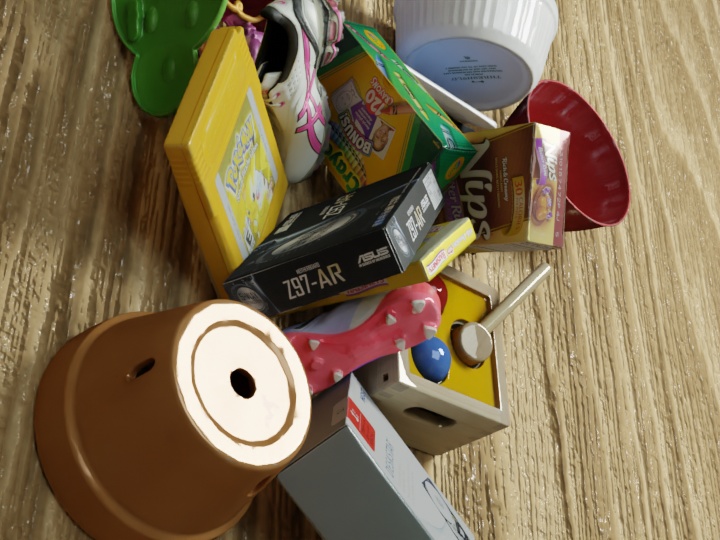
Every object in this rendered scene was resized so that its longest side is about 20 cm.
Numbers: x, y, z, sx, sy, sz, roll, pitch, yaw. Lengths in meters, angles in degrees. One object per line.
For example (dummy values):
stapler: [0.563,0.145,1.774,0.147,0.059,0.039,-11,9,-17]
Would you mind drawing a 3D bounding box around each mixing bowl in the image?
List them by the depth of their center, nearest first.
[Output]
mixing bowl: [0.236,-0.126,1.570,0.200,0.108,0.201,26,50,-35]

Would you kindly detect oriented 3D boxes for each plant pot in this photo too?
plant pot: [-0.133,0.110,0.984,0.200,0.140,0.201,27,48,-34]

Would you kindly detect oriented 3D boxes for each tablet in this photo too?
tablet: [0.053,-0.214,1.428,0.200,0.130,0.014,27,91,-34]

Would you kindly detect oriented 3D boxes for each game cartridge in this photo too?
game cartridge: [-0.116,-0.095,1.134,0.200,0.032,0.177,78,19,-46]

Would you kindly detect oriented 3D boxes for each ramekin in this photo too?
ramekin: [0.131,-0.269,1.483,0.202,0.202,0.095,28,60,-34]

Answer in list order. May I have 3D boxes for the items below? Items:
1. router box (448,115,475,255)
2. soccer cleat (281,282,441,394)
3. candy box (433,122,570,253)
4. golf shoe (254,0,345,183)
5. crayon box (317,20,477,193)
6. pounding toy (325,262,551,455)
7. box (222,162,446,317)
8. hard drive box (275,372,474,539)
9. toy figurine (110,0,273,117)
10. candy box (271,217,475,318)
router box: [0.070,-0.120,1.427,0.200,0.051,0.150,24,49,-37]
soccer cleat: [-0.022,0.060,1.133,0.077,0.199,0.067,-105,173,-70]
candy box: [0.119,-0.078,1.266,0.056,0.200,0.117,9,82,-39]
golf shoe: [-0.076,-0.176,1.227,0.072,0.201,0.092,29,35,36]
crayon box: [0.016,-0.145,1.279,0.058,0.119,0.200,1,45,-48]
pounding toy: [0.084,0.066,1.251,0.200,0.142,0.185,24,51,-37]
box: [-0.018,-0.027,1.137,0.044,0.160,0.200,66,22,-14]
hard drive box: [0.018,0.207,1.090,0.200,0.077,0.156,53,8,-9]
toy figurine: [-0.130,-0.234,1.236,0.184,0.150,0.201,8,82,-56]
candy box: [0.000,0.000,1.154,0.102,0.199,0.027,-37,108,-52]
